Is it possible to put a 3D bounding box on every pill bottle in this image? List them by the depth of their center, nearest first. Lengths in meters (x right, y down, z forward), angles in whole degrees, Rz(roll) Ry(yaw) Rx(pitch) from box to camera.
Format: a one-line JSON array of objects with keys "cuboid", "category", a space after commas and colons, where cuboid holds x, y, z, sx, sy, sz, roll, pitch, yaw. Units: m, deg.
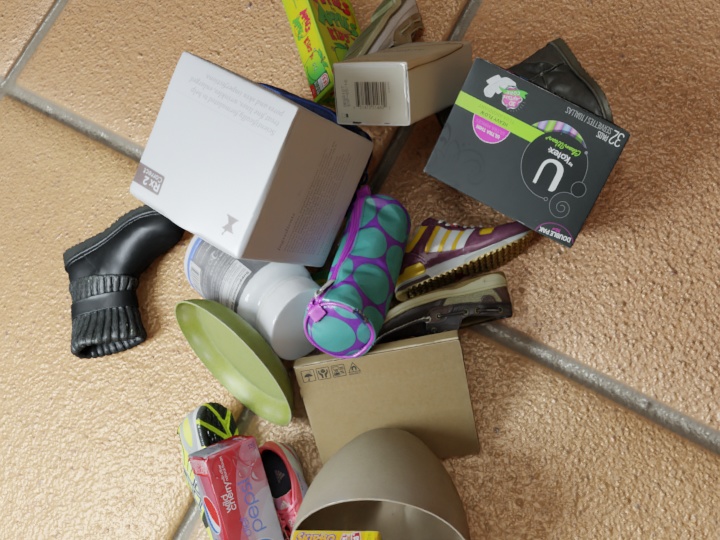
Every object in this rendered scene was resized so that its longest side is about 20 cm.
[{"cuboid": [-0.129, 0.021, 0.989, 0.199, 0.114, 0.114, 34, 82, 40], "category": "pill bottle"}]

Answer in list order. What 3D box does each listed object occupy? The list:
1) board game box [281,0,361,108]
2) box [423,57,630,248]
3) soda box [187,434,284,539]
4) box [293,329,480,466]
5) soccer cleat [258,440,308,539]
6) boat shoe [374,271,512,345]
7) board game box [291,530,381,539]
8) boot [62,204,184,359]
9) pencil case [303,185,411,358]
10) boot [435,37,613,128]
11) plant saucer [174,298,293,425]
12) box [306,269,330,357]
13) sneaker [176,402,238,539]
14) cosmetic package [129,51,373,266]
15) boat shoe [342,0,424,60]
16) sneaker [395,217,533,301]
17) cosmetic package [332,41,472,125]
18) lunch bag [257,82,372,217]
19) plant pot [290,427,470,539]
[{"cuboid": [-0.042, -0.324, 1.112, 0.047, 0.100, 0.204, -34, 64, 38], "category": "board game box"}, {"cuboid": [0.201, -0.145, 0.953, 0.197, 0.124, 0.151, 28, 105, 9], "category": "box"}, {"cuboid": [-0.134, 0.299, 0.911, 0.069, 0.063, 0.205, -17, 91, -31], "category": "soda box"}, {"cuboid": [0.034, 0.162, 0.930, 0.195, 0.167, 0.021, -10, 26, 7], "category": "box"}, {"cuboid": [-0.077, 0.299, 0.939, 0.067, 0.073, 0.203, -28, 69, 2], "category": "soccer cleat"}, {"cuboid": [0.101, 0.058, 0.960, 0.196, 0.073, 0.066, -20, 76, -14], "category": "boat shoe"}, {"cuboid": [-0.010, 0.354, 0.861, 0.093, 0.203, 0.030, -3, 35, 11], "category": "board game box"}, {"cuboid": [-0.314, 0.017, 1.077, 0.208, 0.079, 0.160, -27, 61, 14], "category": "boot"}, {"cuboid": [0.000, 0.000, 0.921, 0.084, 0.093, 0.202, -21, 34, 35], "category": "pencil case"}, {"cuboid": [0.210, -0.205, 1.039, 0.197, 0.073, 0.184, -25, 56, -3], "category": "boot"}, {"cuboid": [-0.149, 0.106, 0.961, 0.198, 0.202, 0.031, 34, 61, 20], "category": "plant saucer"}, {"cuboid": [-0.013, 0.094, 1.007, 0.115, 0.048, 0.205, -12, 73, 9], "category": "box"}, {"cuboid": [-0.179, 0.272, 0.984, 0.076, 0.074, 0.205, -26, 71, 41], "category": "sneaker"}, {"cuboid": [-0.116, -0.117, 0.887, 0.163, 0.199, 0.168, 28, 99, 22], "category": "cosmetic package"}, {"cuboid": [0.038, -0.314, 1.079, 0.074, 0.068, 0.202, -21, 31, 49], "category": "boat shoe"}, {"cuboid": [0.122, -0.038, 1.004, 0.196, 0.075, 0.092, -22, 70, 3], "category": "sneaker"}, {"cuboid": [0.058, -0.234, 0.971, 0.101, 0.200, 0.075, 6, 114, 27], "category": "cosmetic package"}, {"cuboid": [-0.077, -0.155, 1.052, 0.197, 0.132, 0.138, 26, 98, 22], "category": "lunch bag"}, {"cuboid": [0.028, 0.260, 0.884, 0.195, 0.203, 0.136, -4, 39, 11], "category": "plant pot"}]
